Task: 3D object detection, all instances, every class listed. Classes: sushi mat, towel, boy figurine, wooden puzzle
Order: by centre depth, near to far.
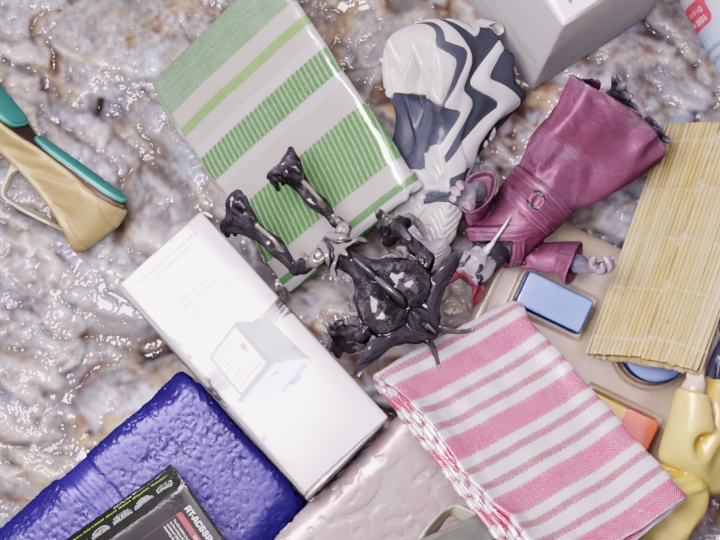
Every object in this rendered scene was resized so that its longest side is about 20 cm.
[{"bbox_3d":[0.121,0.117,1.251,0.146,0.030,0.200,-26,68,-36],"label":"towel"},{"bbox_3d":[0.049,0.207,1.308,0.200,0.032,0.191,-45,111,-5],"label":"towel"},{"bbox_3d":[0.241,-0.020,1.319,0.096,0.012,0.200,9,71,39],"label":"sushi mat"},{"bbox_3d":[0.260,0.119,1.320,0.064,0.124,0.200,24,82,40],"label":"boy figurine"},{"bbox_3d":[-0.159,0.191,1.339,0.200,0.050,0.148,-42,92,-6],"label":"towel"},{"bbox_3d":[-0.059,-0.104,1.350,0.153,0.023,0.200,-38,82,30],"label":"towel"},{"bbox_3d":[0.168,0.074,1.353,0.185,0.046,0.200,25,83,3],"label":"wooden puzzle"}]

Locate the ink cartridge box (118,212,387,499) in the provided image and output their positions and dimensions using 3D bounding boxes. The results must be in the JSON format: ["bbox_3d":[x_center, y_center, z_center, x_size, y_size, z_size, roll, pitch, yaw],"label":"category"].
[{"bbox_3d":[-0.076,0.066,1.302,0.086,0.146,0.200,-44,85,-5],"label":"ink cartridge box"}]

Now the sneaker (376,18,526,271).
[{"bbox_3d":[0.077,-0.103,1.361,0.130,0.079,0.199,-24,119,-42],"label":"sneaker"}]

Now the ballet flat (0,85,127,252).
[{"bbox_3d":[-0.269,-0.091,1.363,0.200,0.069,0.063,42,98,6],"label":"ballet flat"}]

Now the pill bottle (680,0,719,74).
[{"bbox_3d":[0.336,-0.152,1.352,0.109,0.109,0.200,-27,84,-4],"label":"pill bottle"}]

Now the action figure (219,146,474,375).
[{"bbox_3d":[0.000,0.000,1.271,0.200,0.102,0.119,41,89,17],"label":"action figure"}]

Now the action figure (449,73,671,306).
[{"bbox_3d":[0.129,-0.062,1.322,0.134,0.149,0.200,42,97,-18],"label":"action figure"}]

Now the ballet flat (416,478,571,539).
[{"bbox_3d":[0.100,0.179,1.263,0.200,0.067,0.064,-24,48,-37],"label":"ballet flat"}]

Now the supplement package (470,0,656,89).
[{"bbox_3d":[0.153,-0.232,1.315,0.117,0.200,0.117,-32,85,-4],"label":"supplement package"}]

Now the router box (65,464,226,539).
[{"bbox_3d":[-0.140,0.264,1.280,0.150,0.062,0.200,-34,107,-8],"label":"router box"}]
